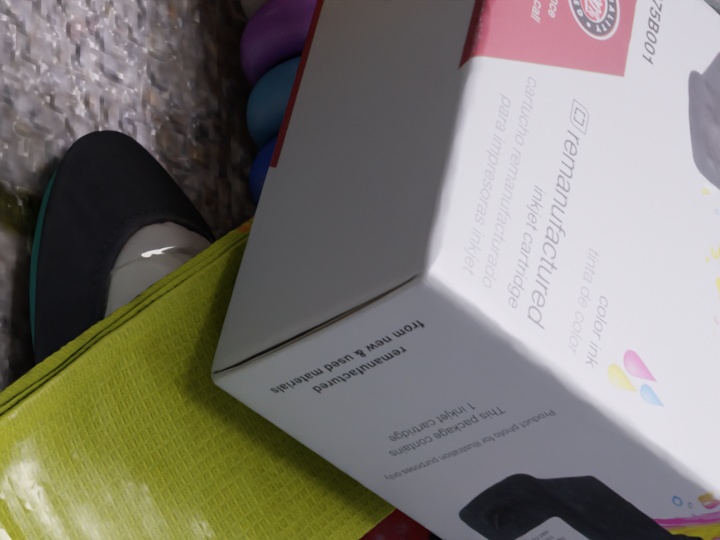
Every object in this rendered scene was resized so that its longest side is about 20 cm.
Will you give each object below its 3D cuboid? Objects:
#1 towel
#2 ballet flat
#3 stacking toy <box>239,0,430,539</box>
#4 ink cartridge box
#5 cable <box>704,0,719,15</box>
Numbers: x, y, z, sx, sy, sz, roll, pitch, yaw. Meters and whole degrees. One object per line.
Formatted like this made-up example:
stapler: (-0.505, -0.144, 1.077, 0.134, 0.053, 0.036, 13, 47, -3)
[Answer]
towel: (-0.023, 0.036, 0.636, 0.200, 0.018, 0.086, -37, 98, -48)
ballet flat: (-0.050, 0.048, 0.667, 0.073, 0.073, 0.201, 27, 54, -43)
stacking toy: (0.000, 0.000, 0.752, 0.085, 0.085, 0.201, 22, 65, -46)
ink cartridge box: (0.073, 0.009, 0.671, 0.200, 0.083, 0.146, 36, 49, -28)
cable: (0.129, -0.114, 0.825, 0.199, 0.069, 0.200, 31, 28, 5)
